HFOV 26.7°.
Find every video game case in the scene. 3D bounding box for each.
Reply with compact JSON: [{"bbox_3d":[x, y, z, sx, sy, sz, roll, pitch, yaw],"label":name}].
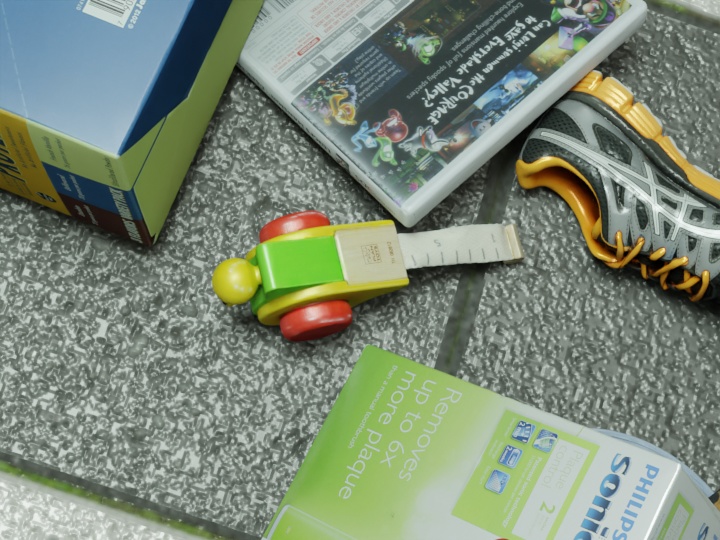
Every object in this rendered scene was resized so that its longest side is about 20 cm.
[{"bbox_3d":[0.038,-0.147,0.902,0.200,0.023,0.182,-40,68,-15],"label":"video game case"}]

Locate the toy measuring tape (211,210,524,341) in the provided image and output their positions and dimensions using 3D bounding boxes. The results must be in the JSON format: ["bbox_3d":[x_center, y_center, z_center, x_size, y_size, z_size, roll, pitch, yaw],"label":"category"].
[{"bbox_3d":[0.000,0.000,0.872,0.198,0.073,0.075,-7,75,-33],"label":"toy measuring tape"}]

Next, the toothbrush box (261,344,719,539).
[{"bbox_3d":[0.060,0.143,0.763,0.198,0.086,0.147,20,74,38],"label":"toothbrush box"}]

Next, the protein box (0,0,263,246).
[{"bbox_3d":[-0.171,-0.155,0.825,0.198,0.135,0.201,21,73,6],"label":"protein box"}]

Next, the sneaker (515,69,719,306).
[{"bbox_3d":[0.174,-0.025,0.888,0.077,0.078,0.200,-41,74,-16],"label":"sneaker"}]

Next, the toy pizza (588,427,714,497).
[{"bbox_3d":[0.126,0.190,0.845,0.197,0.032,0.203,2,76,-7],"label":"toy pizza"}]

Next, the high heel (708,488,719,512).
[{"bbox_3d":[0.164,0.168,0.765,0.071,0.143,0.200,43,75,4],"label":"high heel"}]
